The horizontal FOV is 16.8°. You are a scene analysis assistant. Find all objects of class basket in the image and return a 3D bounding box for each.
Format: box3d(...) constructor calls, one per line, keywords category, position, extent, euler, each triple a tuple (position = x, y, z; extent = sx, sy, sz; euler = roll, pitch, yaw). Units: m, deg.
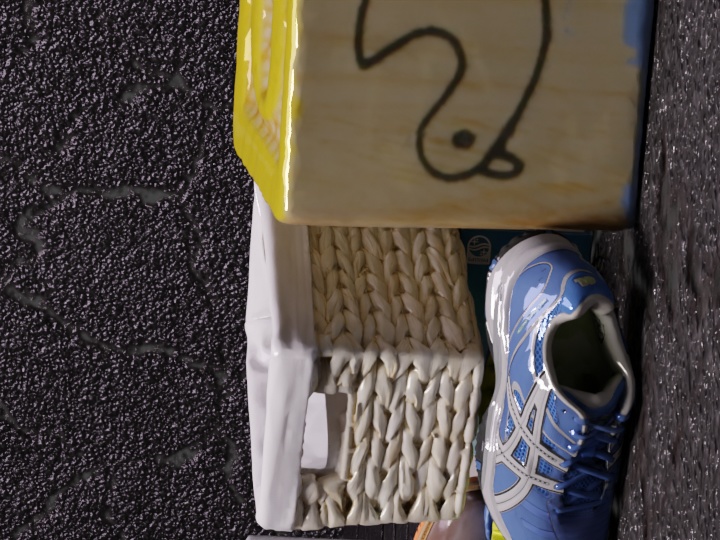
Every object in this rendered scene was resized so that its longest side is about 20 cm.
box3d(category="basket", position=(-0.001, 0.043, 1.425), extent=(0.200, 0.122, 0.136), euler=(-99, 13, -56))

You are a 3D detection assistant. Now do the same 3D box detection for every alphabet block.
box3d(category="alphabet block", position=(0.041, -0.136, 1.369), extent=(0.196, 0.199, 0.197), euler=(-128, 40, -72))

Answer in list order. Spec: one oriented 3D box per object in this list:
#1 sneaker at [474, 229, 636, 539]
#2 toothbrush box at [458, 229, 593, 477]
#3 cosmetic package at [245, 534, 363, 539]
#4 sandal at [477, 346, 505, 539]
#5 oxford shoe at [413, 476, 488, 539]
box3d(category="sneaker", position=(0.108, 0.083, 1.314), extent=(0.077, 0.075, 0.201), euler=(-145, 43, -61))
box3d(category="toothbrush box", position=(0.092, 0.045, 1.547), extent=(0.147, 0.085, 0.201), euler=(-95, 7, -69))
box3d(category="cosmetic package", position=(0.002, 0.321, 1.884), extent=(0.165, 0.199, 0.166), euler=(-90, 5, -48))
box3d(category="sandal", position=(0.102, 0.104, 1.411), extent=(0.087, 0.079, 0.201), euler=(-87, 2, -78))
box3d(category="oxford shoe", position=(0.073, 0.218, 1.494), extent=(0.073, 0.071, 0.201), euler=(-125, 28, -54))
